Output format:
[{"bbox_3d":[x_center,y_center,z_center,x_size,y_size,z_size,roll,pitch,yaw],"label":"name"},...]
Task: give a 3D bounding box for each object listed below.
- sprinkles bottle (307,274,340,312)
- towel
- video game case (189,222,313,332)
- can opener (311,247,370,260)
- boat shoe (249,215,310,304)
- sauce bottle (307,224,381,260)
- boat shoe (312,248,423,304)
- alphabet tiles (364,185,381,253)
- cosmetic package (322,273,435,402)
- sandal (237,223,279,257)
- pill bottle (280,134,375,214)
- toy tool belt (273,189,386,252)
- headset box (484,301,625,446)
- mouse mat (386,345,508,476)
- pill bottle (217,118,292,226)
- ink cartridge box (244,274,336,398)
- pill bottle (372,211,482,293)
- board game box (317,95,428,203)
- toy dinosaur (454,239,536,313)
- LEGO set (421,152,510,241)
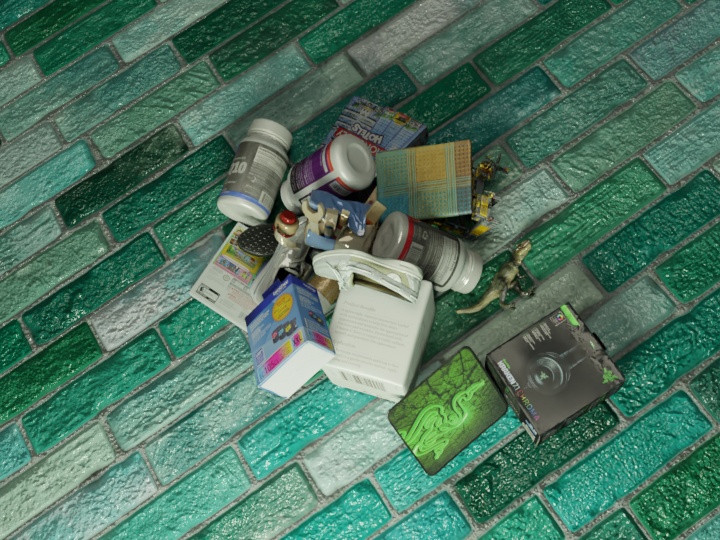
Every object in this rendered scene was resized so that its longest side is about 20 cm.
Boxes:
[{"bbox_3d":[-0.114,0.085,1.585,0.068,0.068,0.200,38,79,20],"label":"sprinkles bottle"},{"bbox_3d":[0.121,-0.168,1.551,0.196,0.022,0.150,-5,79,25],"label":"towel"},{"bbox_3d":[-0.224,0.022,1.652,0.198,0.022,0.184,29,76,19],"label":"video game case"},{"bbox_3d":[0.000,0.000,1.574,0.196,0.068,0.054,15,39,10],"label":"can opener"},{"bbox_3d":[-0.138,-0.010,1.586,0.065,0.073,0.202,35,95,44],"label":"boat shoe"},{"bbox_3d":[-0.015,-0.074,1.633,0.198,0.065,0.065,-30,68,-4],"label":"sauce bottle"},{"bbox_3d":[0.009,0.011,1.414,0.198,0.075,0.066,11,66,7],"label":"boat shoe"},{"bbox_3d":[0.089,-0.075,1.604,0.199,0.008,0.168,35,82,-3],"label":"alphabet tiles"},{"bbox_3d":[0.037,0.118,1.496,0.162,0.165,0.203,14,72,13],"label":"cosmetic package"},{"bbox_3d":[-0.154,-0.061,1.644,0.197,0.048,0.076,-13,57,-22],"label":"sandal"},{"bbox_3d":[-0.071,-0.184,1.619,0.198,0.111,0.115,-24,60,42],"label":"pill bottle"},{"bbox_3d":[-0.058,-0.104,1.517,0.196,0.124,0.126,13,41,-8],"label":"toy tool belt"},{"bbox_3d":[0.353,0.183,1.460,0.198,0.093,0.176,-30,68,-5],"label":"headset box"},{"bbox_3d":[0.160,0.255,1.458,0.199,0.008,0.162,-38,108,-7],"label":"mouse mat"},{"bbox_3d":[-0.216,-0.206,1.687,0.112,0.114,0.203,13,71,13],"label":"pill bottle"},{"bbox_3d":[-0.133,0.107,1.455,0.136,0.076,0.202,-42,40,20],"label":"ink cartridge box"},{"bbox_3d":[0.130,-0.026,1.527,0.197,0.110,0.113,22,69,-23],"label":"pill bottle"},{"bbox_3d":[0.010,-0.252,1.698,0.198,0.062,0.202,28,75,18],"label":"board game box"},{"bbox_3d":[0.281,0.034,1.556,0.200,0.048,0.088,-46,55,-9],"label":"toy dinosaur"},{"bbox_3d":[0.207,-0.160,1.579,0.152,0.116,0.203,25,64,-15],"label":"LEGO set"}]
